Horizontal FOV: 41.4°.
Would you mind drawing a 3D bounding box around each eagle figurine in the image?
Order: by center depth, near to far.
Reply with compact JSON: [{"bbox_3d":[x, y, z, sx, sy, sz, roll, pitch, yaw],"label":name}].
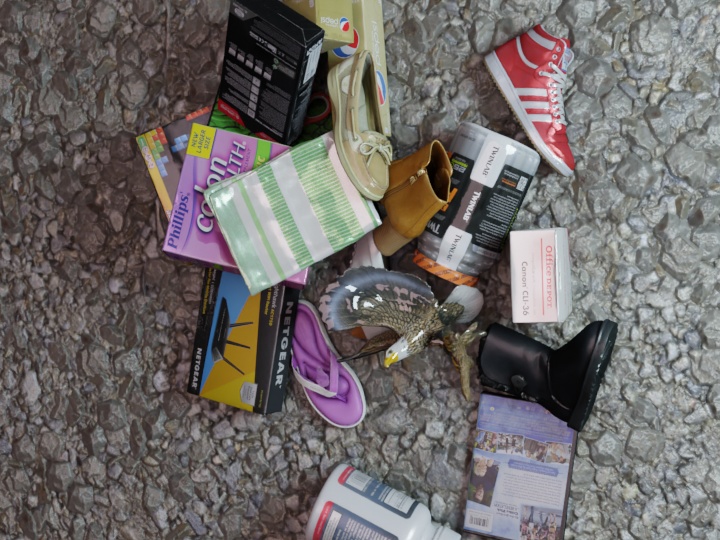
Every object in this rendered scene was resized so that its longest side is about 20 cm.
[{"bbox_3d":[0.056,0.079,1.264,0.198,0.150,0.154,17,99,33],"label":"eagle figurine"}]

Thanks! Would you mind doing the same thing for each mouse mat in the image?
[{"bbox_3d":[-0.127,-0.189,1.382,0.197,0.008,0.163,16,83,0],"label":"mouse mat"}]

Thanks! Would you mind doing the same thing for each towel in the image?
[{"bbox_3d":[-0.088,-0.081,1.252,0.198,0.023,0.154,-27,88,-7],"label":"towel"}]

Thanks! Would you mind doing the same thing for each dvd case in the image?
[{"bbox_3d":[0.224,0.280,1.330,0.140,0.018,0.204,8,93,15],"label":"dvd case"}]

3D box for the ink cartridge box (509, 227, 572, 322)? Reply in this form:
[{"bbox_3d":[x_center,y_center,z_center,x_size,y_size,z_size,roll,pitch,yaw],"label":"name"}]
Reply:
[{"bbox_3d":[0.232,0.004,1.225,0.066,0.200,0.119,-3,91,16],"label":"ink cartridge box"}]

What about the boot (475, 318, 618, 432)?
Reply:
[{"bbox_3d":[0.235,0.113,1.244,0.166,0.077,0.202,25,142,19],"label":"boot"}]

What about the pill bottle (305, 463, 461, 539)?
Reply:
[{"bbox_3d":[0.033,0.368,1.336,0.198,0.119,0.121,25,98,14],"label":"pill bottle"}]

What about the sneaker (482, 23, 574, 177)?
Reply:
[{"bbox_3d":[0.258,-0.234,1.277,0.112,0.071,0.202,-33,81,18],"label":"sneaker"}]

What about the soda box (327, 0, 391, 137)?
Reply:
[{"bbox_3d":[-0.004,-0.289,1.349,0.063,0.067,0.204,-3,91,27],"label":"soda box"}]

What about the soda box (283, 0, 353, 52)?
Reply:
[{"bbox_3d":[-0.099,-0.331,1.327,0.198,0.067,0.065,-4,90,48],"label":"soda box"}]

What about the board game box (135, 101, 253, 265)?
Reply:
[{"bbox_3d":[-0.217,-0.132,1.407,0.163,0.057,0.203,-24,85,1],"label":"board game box"}]

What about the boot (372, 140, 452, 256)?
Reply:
[{"bbox_3d":[0.060,-0.133,1.286,0.144,0.070,0.204,-44,45,38],"label":"boot"}]

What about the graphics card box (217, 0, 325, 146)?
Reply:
[{"bbox_3d":[-0.125,-0.268,1.283,0.125,0.051,0.201,34,145,12],"label":"graphics card box"}]

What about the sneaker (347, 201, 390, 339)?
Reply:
[{"bbox_3d":[0.000,0.000,1.358,0.083,0.073,0.204,-6,91,14],"label":"sneaker"}]

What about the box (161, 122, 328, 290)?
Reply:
[{"bbox_3d":[-0.151,-0.085,1.306,0.197,0.097,0.179,14,84,-3],"label":"box"}]

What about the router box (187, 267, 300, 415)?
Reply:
[{"bbox_3d":[-0.173,0.096,1.408,0.147,0.051,0.204,10,93,28],"label":"router box"}]

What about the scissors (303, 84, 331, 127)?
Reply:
[{"bbox_3d":[-0.116,-0.189,1.374,0.073,0.014,0.201,35,84,-1],"label":"scissors"}]

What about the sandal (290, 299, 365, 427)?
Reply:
[{"bbox_3d":[-0.065,0.141,1.393,0.082,0.050,0.204,-33,81,15],"label":"sandal"}]

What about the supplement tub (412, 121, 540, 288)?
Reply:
[{"bbox_3d":[0.151,-0.087,1.286,0.121,0.122,0.203,24,98,14],"label":"supplement tub"}]

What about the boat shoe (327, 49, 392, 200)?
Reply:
[{"bbox_3d":[0.007,-0.192,1.255,0.063,0.073,0.204,-26,63,34],"label":"boat shoe"}]
